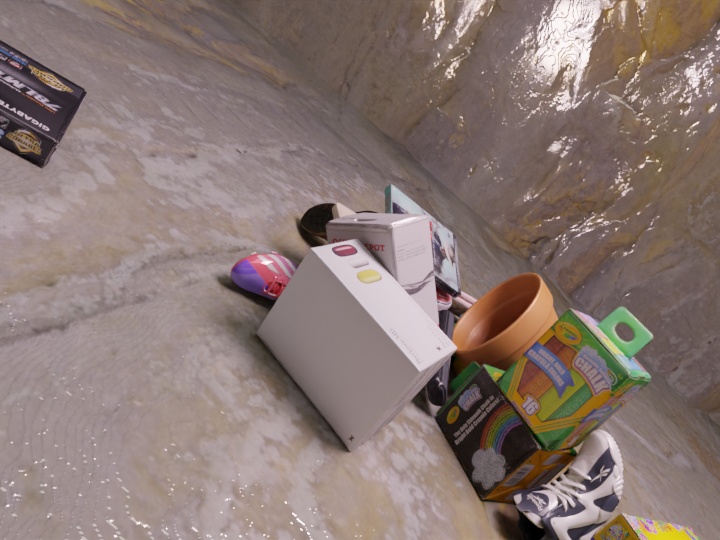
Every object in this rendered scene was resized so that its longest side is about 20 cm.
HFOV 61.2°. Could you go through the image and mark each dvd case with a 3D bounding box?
[{"bbox_3d":[0.117,-0.053,1.131,0.199,0.022,0.148,35,42,-35],"label":"dvd case"}]

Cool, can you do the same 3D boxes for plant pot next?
[{"bbox_3d":[0.275,0.123,1.075,0.141,0.199,0.201,48,17,-10],"label":"plant pot"}]

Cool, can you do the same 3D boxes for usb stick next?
[{"bbox_3d":[0.137,0.142,1.021,0.201,0.032,0.056,-71,152,-55],"label":"usb stick"}]

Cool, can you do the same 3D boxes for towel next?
[{"bbox_3d":[0.253,0.093,1.331,0.189,0.033,0.200,30,-8,14],"label":"towel"}]

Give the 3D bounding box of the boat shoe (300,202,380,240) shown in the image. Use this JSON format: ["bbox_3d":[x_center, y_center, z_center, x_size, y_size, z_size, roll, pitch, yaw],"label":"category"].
[{"bbox_3d":[-0.031,-0.073,1.171,0.197,0.076,0.074,15,-32,37],"label":"boat shoe"}]

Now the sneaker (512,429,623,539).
[{"bbox_3d":[0.277,0.311,0.841,0.127,0.203,0.079,18,6,-23],"label":"sneaker"}]

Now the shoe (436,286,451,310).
[{"bbox_3d":[0.113,-0.017,1.182,0.200,0.092,0.071,44,34,20],"label":"shoe"}]

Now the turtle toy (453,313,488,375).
[{"bbox_3d":[0.250,0.160,1.230,0.198,0.101,0.147,29,22,-30],"label":"turtle toy"}]

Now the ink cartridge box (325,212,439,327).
[{"bbox_3d":[0.032,0.023,0.876,0.084,0.205,0.144,-20,18,-39],"label":"ink cartridge box"}]

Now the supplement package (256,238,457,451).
[{"bbox_3d":[-0.008,0.088,0.778,0.200,0.157,0.110,47,30,17],"label":"supplement package"}]

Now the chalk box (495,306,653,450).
[{"bbox_3d":[0.319,0.142,0.867,0.123,0.201,0.125,15,30,-50],"label":"chalk box"}]

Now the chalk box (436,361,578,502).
[{"bbox_3d":[0.213,0.238,0.951,0.123,0.125,0.201,23,27,-40],"label":"chalk box"}]

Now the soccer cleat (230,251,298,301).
[{"bbox_3d":[-0.103,0.029,0.896,0.198,0.067,0.077,22,30,-50],"label":"soccer cleat"}]

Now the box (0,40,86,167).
[{"bbox_3d":[-0.474,-0.241,0.788,0.198,0.050,0.200,30,21,-27],"label":"box"}]

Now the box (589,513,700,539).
[{"bbox_3d":[0.305,0.392,0.684,0.198,0.194,0.123,24,24,-38],"label":"box"}]

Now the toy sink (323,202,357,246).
[{"bbox_3d":[0.000,0.000,1.053,0.198,0.112,0.132,28,34,-41],"label":"toy sink"}]
